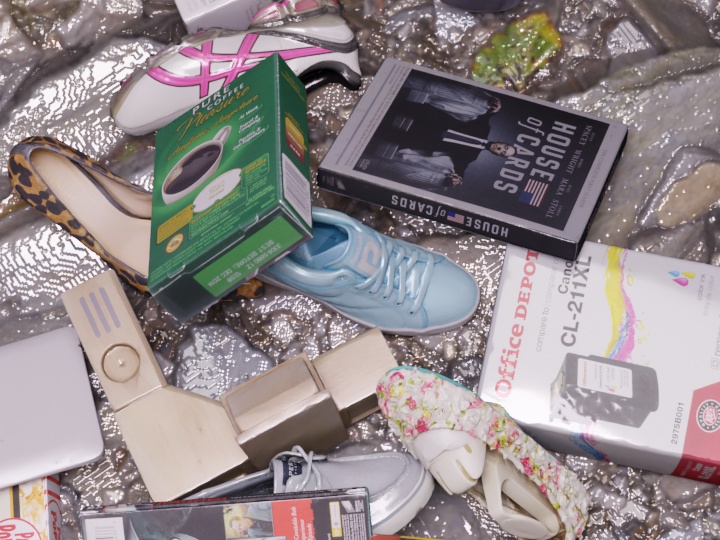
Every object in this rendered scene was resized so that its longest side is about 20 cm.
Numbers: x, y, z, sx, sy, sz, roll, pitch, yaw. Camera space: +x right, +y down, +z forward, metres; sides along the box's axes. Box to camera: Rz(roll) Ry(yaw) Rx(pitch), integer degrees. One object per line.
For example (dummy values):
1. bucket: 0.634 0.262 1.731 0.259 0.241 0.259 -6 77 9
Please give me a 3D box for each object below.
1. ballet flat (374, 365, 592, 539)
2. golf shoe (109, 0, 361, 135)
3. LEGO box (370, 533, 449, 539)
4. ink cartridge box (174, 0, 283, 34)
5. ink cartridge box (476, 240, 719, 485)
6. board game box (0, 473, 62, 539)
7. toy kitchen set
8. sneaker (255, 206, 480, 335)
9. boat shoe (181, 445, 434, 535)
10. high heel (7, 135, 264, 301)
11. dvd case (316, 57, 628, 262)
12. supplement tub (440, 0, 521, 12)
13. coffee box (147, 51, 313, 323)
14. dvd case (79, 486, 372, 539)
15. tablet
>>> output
1. ballet flat: 0.090 0.139 1.264 0.200 0.076 0.064 35 42 -24
2. golf shoe: -0.096 -0.145 1.392 0.199 0.073 0.092 -24 77 -2
3. LEGO box: 0.099 0.257 1.171 0.199 0.077 0.150 0 74 31
4. ink cartridge box: -0.065 -0.272 1.423 0.199 0.068 0.116 -24 76 -3
5. ink cartridge box: 0.190 0.064 1.316 0.199 0.083 0.147 11 77 6
6. board game box: -0.321 0.216 1.332 0.199 0.046 0.152 -6 76 2
7. toy kitchen set: -0.094 0.050 1.297 0.199 0.163 0.181 -27 76 -3
8. sneaker: 0.000 0.000 1.328 0.199 0.082 0.074 14 82 -11
9. boat shoe: -0.048 0.165 1.264 0.200 0.072 0.070 -20 35 0
10. high heel: -0.167 -0.034 1.333 0.199 0.143 0.072 25 79 9
11. dvd case: 0.086 -0.086 1.345 0.199 0.025 0.151 16 44 13
12. supplement tub: 0.101 -0.307 1.401 0.106 0.107 0.201 5 76 5
13. coffee box: -0.093 -0.064 1.295 0.123 0.044 0.200 -33 33 18
14. dvd case: -0.087 0.226 1.234 0.199 0.022 0.147 -5 98 3
15. tablet: -0.296 0.115 1.337 0.199 0.014 0.130 -16 50 -6
